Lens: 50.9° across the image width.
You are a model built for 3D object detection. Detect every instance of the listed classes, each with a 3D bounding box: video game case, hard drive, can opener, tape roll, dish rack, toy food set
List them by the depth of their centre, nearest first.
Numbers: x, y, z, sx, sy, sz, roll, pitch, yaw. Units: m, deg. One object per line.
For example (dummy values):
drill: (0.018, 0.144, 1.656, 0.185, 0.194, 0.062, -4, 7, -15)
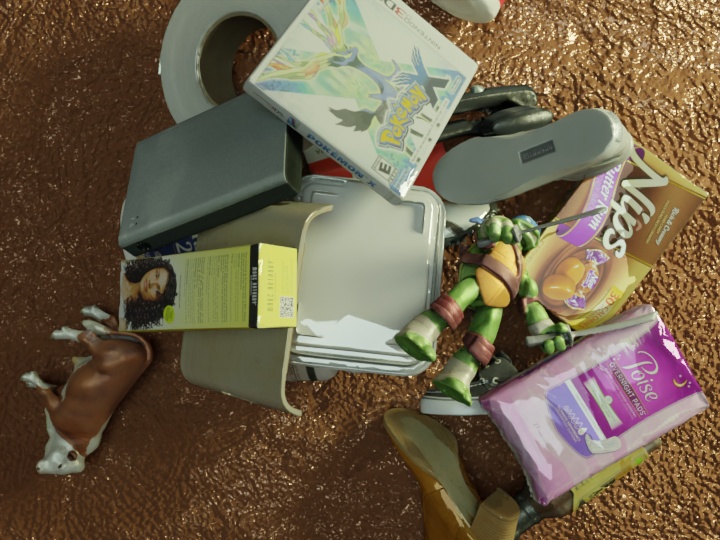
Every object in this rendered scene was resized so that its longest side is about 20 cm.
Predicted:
toy food set: (-0.098, 0.030, 0.736, 0.143, 0.060, 0.201, 8, 91, 38)
video game case: (0.009, -0.192, 0.747, 0.182, 0.022, 0.200, 36, 62, -12)
hard drive: (-0.147, -0.104, 0.754, 0.199, 0.033, 0.140, -18, 53, 23)
dish rack: (0.000, 0.000, 0.764, 0.171, 0.044, 0.201, 6, 80, -1)
can opener: (0.104, -0.166, 0.819, 0.199, 0.079, 0.064, -8, 93, -9)
tape roll: (-0.116, -0.220, 0.822, 0.202, 0.071, 0.203, 3, 98, 22)

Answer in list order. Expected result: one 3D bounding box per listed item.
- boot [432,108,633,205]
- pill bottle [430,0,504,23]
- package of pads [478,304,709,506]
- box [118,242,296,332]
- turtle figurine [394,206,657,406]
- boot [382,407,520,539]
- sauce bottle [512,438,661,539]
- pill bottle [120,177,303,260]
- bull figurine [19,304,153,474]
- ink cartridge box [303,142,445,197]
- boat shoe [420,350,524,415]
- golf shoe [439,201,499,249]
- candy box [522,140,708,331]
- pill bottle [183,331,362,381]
boot: (0.182, -0.108, 0.791, 0.199, 0.095, 0.074, -11, 80, 32)
pill bottle: (0.144, -0.380, 0.810, 0.111, 0.111, 0.200, 30, 93, 5)
package of pads: (0.231, 0.133, 0.760, 0.200, 0.076, 0.121, -30, 84, -1)
box: (-0.147, 0.021, 0.706, 0.200, 0.050, 0.076, -6, 81, 37)
turtle figurine: (0.140, 0.028, 0.700, 0.200, 0.144, 0.194, 32, 72, 30)
boot: (0.083, 0.261, 0.837, 0.201, 0.071, 0.144, 38, 129, 37)
sauce bottle: (0.229, 0.224, 0.827, 0.200, 0.065, 0.065, -38, 86, 7)
pill bottle: (-0.153, -0.048, 0.844, 0.199, 0.111, 0.111, -8, 89, 6)
bull figurine: (-0.327, 0.141, 0.886, 0.121, 0.065, 0.200, 39, 93, 2)
ink cartridge box: (0.006, -0.164, 0.857, 0.162, 0.050, 0.201, -16, 85, 7)
boat shoe: (0.163, 0.121, 0.832, 0.199, 0.070, 0.067, -6, 82, 6)
golf shoe: (0.050, -0.061, 0.832, 0.199, 0.078, 0.095, -17, 99, 4)
candy box: (0.263, -0.036, 0.825, 0.117, 0.056, 0.200, 38, 95, 5)
pill bottle: (-0.082, 0.065, 0.835, 0.199, 0.114, 0.114, -2, 90, 6)
